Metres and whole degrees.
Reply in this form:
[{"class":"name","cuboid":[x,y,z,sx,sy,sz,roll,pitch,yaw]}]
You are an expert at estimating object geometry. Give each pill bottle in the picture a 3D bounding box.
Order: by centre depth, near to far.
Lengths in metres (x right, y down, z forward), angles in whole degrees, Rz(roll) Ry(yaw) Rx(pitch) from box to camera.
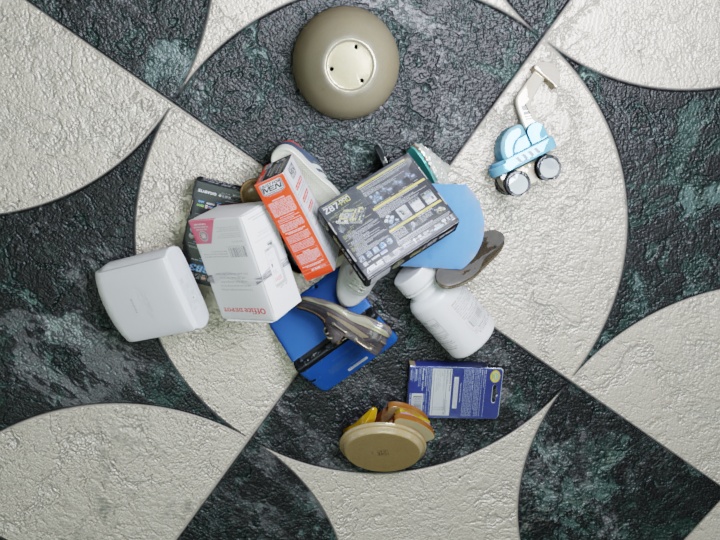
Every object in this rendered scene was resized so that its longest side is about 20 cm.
[{"class":"pill bottle","cuboid":[0.163,0.067,1.437,0.114,0.114,0.200,-41,106,8]}]

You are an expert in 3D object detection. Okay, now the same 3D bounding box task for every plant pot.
[{"class":"plant pot","cuboid":[-0.023,-0.363,1.283,0.198,0.135,0.202,-1,108,-4]}]

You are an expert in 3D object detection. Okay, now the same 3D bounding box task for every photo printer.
[{"class":"photo printer","cuboid":[-0.406,0.049,1.386,0.198,0.070,0.168,-11,111,24]}]

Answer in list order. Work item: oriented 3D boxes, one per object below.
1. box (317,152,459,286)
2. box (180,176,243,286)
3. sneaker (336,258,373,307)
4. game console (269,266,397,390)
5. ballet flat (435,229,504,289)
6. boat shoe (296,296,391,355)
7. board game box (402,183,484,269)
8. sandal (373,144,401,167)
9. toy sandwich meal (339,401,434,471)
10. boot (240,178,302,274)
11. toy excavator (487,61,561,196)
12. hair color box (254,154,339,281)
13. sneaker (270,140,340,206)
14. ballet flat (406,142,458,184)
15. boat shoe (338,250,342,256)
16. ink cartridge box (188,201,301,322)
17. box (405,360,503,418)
[{"class":"box","cuboid":[0.048,-0.090,1.272,0.199,0.049,0.162,-33,76,-13]},{"class":"box","cuboid":[-0.240,-0.060,1.403,0.198,0.050,0.200,12,106,-9]},{"class":"sneaker","cuboid":[0.000,0.000,1.358,0.074,0.100,0.201,29,124,-1]},{"class":"game console","cuboid":[-0.054,0.122,1.488,0.199,0.119,0.171,-35,137,7]},{"class":"ballet flat","cuboid":[0.213,-0.014,1.404,0.067,0.200,0.047,32,140,24]},{"class":"boat shoe","cuboid":[-0.040,0.106,1.393,0.198,0.074,0.074,20,86,18]},{"class":"board game box","cuboid":[0.134,-0.086,1.359,0.198,0.039,0.160,3,107,16]},{"class":"sandal","cuboid":[0.091,-0.167,1.385,0.048,0.075,0.201,-34,116,8]},{"class":"toy sandwich meal","cuboid":[0.051,0.351,1.532,0.203,0.071,0.206,2,137,2]},{"class":"boot","cuboid":[-0.153,-0.080,1.343,0.073,0.076,0.201,-32,108,5]},{"class":"toy excavator","cuboid":[0.312,-0.263,1.365,0.193,0.100,0.201,-27,98,3]},{"class":"hair color box","cuboid":[-0.109,-0.094,1.297,0.061,0.102,0.201,-20,113,14]},{"class":"sneaker","cuboid":[-0.086,-0.164,1.365,0.075,0.085,0.200,-30,112,18]},{"class":"ballet flat","cuboid":[0.155,-0.165,1.401,0.071,0.072,0.201,-27,109,4]},{"class":"boat shoe","cuboid":[0.002,-0.069,1.406,0.199,0.072,0.068,-37,107,8]},{"class":"ink cartridge box","cuboid":[-0.209,-0.015,1.319,0.146,0.083,0.202,-1,114,38]},{"class":"box","cuboid":[0.197,0.253,1.538,0.198,0.032,0.122,2,107,-2]}]
